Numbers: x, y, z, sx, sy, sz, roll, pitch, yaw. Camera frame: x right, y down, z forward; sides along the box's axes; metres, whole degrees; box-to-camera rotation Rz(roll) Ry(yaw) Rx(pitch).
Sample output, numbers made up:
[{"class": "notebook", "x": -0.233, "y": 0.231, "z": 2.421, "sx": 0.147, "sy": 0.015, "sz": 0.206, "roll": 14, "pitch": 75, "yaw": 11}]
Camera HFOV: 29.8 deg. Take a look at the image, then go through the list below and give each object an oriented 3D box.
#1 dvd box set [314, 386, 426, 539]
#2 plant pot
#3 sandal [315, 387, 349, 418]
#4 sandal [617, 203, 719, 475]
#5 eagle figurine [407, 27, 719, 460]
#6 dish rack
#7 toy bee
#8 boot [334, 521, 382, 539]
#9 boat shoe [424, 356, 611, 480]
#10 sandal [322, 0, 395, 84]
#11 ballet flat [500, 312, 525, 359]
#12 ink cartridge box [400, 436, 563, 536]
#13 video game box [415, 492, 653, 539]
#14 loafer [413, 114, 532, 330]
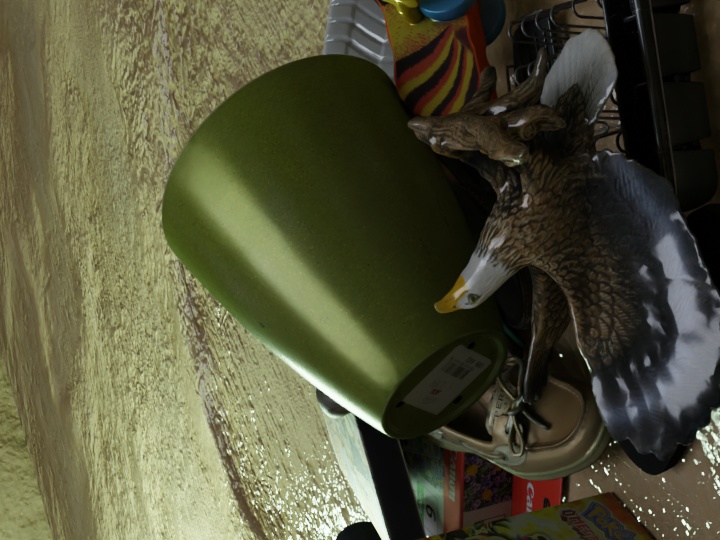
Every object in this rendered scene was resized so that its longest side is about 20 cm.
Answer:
[{"class": "dvd box set", "x": -0.001, "y": 0.124, "z": 1.058, "sx": 0.200, "sy": 0.029, "sz": 0.148, "roll": -134, "pitch": 28, "yaw": -71}, {"class": "plant pot", "x": 0.000, "y": 0.000, "z": 0.852, "sx": 0.201, "sy": 0.185, "sz": 0.188, "roll": 52, "pitch": 145, "yaw": 32}, {"class": "sandal", "x": -0.018, "y": 0.030, "z": 0.981, "sx": 0.081, "sy": 0.055, "sz": 0.201, "roll": -37, "pitch": 25, "yaw": 21}, {"class": "sandal", "x": 0.180, "y": 0.051, "z": 0.778, "sx": 0.075, "sy": 0.045, "sz": 0.202, "roll": 53, "pitch": 145, "yaw": 36}, {"class": "eagle figurine", "x": 0.108, "y": -0.012, "z": 0.738, "sx": 0.150, "sy": 0.200, "sz": 0.153, "roll": -27, "pitch": 28, "yaw": 30}, {"class": "dish rack", "x": 0.136, "y": -0.099, "z": 0.819, "sx": 0.200, "sy": 0.054, "sz": 0.156, "roll": 173, "pitch": 89, "yaw": -66}, {"class": "toy bee", "x": 0.042, "y": -0.176, "z": 0.901, "sx": 0.131, "sy": 0.107, "sz": 0.202, "roll": 56, "pitch": -144, "yaw": -45}, {"class": "boot", "x": 0.014, "y": 0.257, "z": 1.090, "sx": 0.077, "sy": 0.200, "sz": 0.168, "roll": -53, "pitch": 34, "yaw": -2}, {"class": "boat shoe", "x": 0.089, "y": 0.097, "z": 0.931, "sx": 0.199, "sy": 0.062, "sz": 0.074, "roll": -4, "pitch": 61, "yaw": 52}, {"class": "sandal", "x": 0.015, "y": -0.184, "z": 0.978, "sx": 0.050, "sy": 0.082, "sz": 0.205, "roll": 45, "pitch": -116, "yaw": -75}, {"class": "ballet flat", "x": 0.058, "y": 0.022, "z": 1.011, "sx": 0.067, "sy": 0.068, "sz": 0.200, "roll": -43, "pitch": 37, "yaw": 9}, {"class": "ink cartridge box", "x": 0.081, "y": 0.162, "z": 1.041, "sx": 0.200, "sy": 0.050, "sz": 0.110, "roll": -143, "pitch": 49, "yaw": -58}, {"class": "video game box", "x": 0.127, "y": 0.224, "z": 0.800, "sx": 0.200, "sy": 0.180, "sz": 0.047, "roll": 49, "pitch": 137, "yaw": 49}, {"class": "loafer", "x": 0.073, "y": -0.040, "z": 0.956, "sx": 0.201, "sy": 0.071, "sz": 0.073, "roll": 65, "pitch": 151, "yaw": 30}]
